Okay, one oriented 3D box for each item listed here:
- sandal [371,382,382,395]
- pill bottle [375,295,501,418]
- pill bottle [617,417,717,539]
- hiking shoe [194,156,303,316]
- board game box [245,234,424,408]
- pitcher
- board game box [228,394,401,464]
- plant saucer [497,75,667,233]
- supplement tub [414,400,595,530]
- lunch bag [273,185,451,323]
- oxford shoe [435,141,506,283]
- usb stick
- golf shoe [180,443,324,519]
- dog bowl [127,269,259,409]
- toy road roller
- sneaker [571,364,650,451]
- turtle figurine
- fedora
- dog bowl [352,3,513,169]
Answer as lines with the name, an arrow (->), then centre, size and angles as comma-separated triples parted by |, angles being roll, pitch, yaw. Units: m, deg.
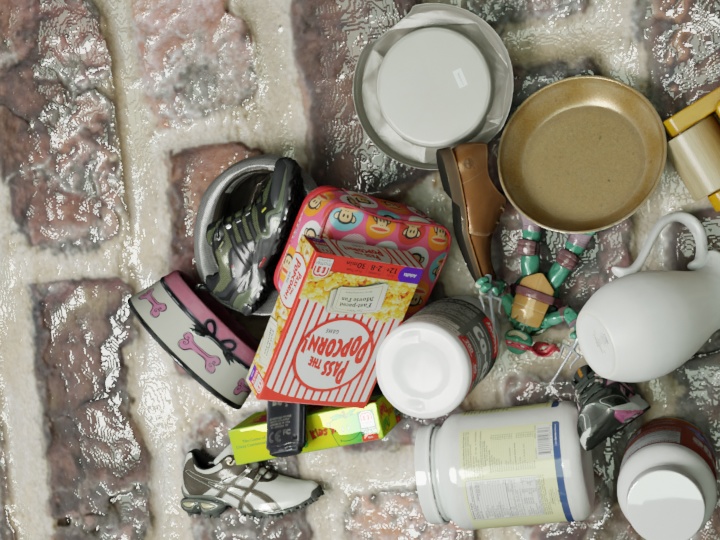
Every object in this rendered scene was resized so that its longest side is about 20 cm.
sandal -> -0.056, 0.139, 1.607 | 0.199, 0.045, 0.075 | -4, 123, 36
pill bottle -> 0.101, 0.096, 1.507 | 0.113, 0.200, 0.115 | 4, 102, 19
pill bottle -> 0.356, 0.246, 1.462 | 0.112, 0.200, 0.113 | 2, 98, 15
hiking shoe -> -0.138, -0.050, 1.528 | 0.100, 0.076, 0.201 | 22, 100, 8
board game box -> -0.031, 0.064, 1.480 | 0.046, 0.151, 0.201 | 50, 125, 50
pitcher -> 0.343, 0.030, 1.464 | 0.199, 0.121, 0.172 | -20, 74, -19
board game box -> -0.057, 0.198, 1.618 | 0.199, 0.102, 0.048 | -12, 94, 16
plant saucer -> 0.263, -0.133, 1.497 | 0.199, 0.035, 0.201 | -6, 71, 17
supplement tub -> 0.177, 0.239, 1.537 | 0.199, 0.145, 0.146 | -8, 95, 16
lunch bag -> 0.000, 0.000, 1.536 | 0.082, 0.199, 0.177 | 40, 112, 51
oxford shoe -> 0.147, -0.062, 1.530 | 0.071, 0.071, 0.201 | -17, 120, -6
usb stick -> -0.091, 0.133, 1.577 | 0.055, 0.033, 0.201 | -13, 62, 25
golf shoe -> -0.147, 0.276, 1.665 | 0.199, 0.078, 0.095 | -3, 96, 14
dog bowl -> -0.199, 0.081, 1.601 | 0.074, 0.200, 0.200 | -45, 84, 0
toy road roller -> 0.443, -0.160, 1.416 | 0.200, 0.146, 0.123 | -32, 88, 16
sneaker -> 0.277, 0.152, 1.478 | 0.080, 0.200, 0.086 | -39, 76, 10
turtle figurine -> 0.210, 0.031, 1.528 | 0.149, 0.101, 0.201 | 17, 89, -2
fedora -> -0.117, -0.048, 1.609 | 0.176, 0.090, 0.201 | 4, 95, 14
dog bowl -> 0.093, -0.225, 1.548 | 0.199, 0.059, 0.201 | 2, 98, 14
